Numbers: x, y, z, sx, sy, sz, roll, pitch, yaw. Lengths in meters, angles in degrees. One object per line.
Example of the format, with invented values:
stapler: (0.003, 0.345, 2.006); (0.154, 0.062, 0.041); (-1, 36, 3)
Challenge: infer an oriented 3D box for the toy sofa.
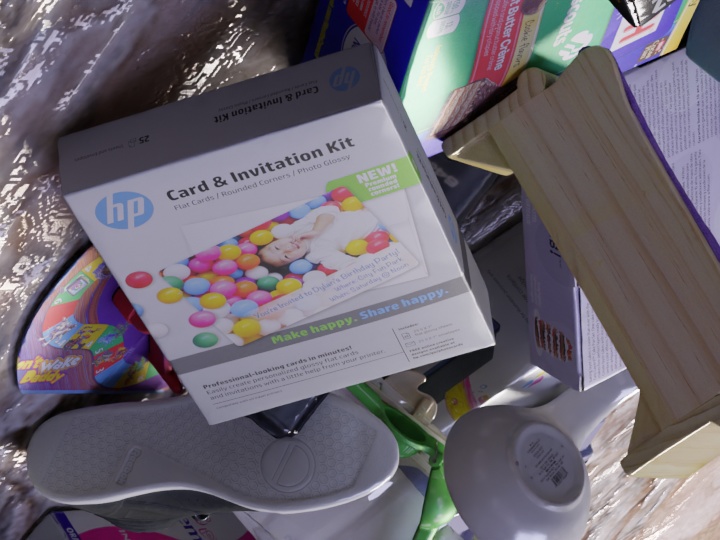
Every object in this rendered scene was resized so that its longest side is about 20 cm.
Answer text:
toy sofa: (0.134, -0.005, 1.301); (0.098, 0.200, 0.083); (-36, 161, 18)

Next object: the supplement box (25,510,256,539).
supplement box: (-0.124, 0.209, 1.616); (0.103, 0.101, 0.200); (-48, 154, 21)

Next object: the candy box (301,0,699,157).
candy box: (0.083, -0.149, 1.300); (0.200, 0.077, 0.169); (-25, 155, -27)

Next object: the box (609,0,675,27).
box: (0.109, -0.218, 1.068); (0.160, 0.200, 0.049); (-38, 157, 1)

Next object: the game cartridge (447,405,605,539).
game cartridge: (0.066, 0.157, 1.666); (0.130, 0.038, 0.200); (-16, 150, -34)

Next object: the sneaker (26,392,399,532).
sneaker: (-0.072, 0.103, 1.473); (0.200, 0.071, 0.099); (-3, 168, 10)

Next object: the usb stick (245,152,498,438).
usb stick: (0.000, 0.000, 1.420); (0.200, 0.055, 0.033); (-52, 162, -8)

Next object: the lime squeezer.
lime squeezer: (0.016, 0.108, 1.519); (0.071, 0.200, 0.038); (-12, -162, 25)

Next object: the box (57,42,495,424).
box: (-0.035, -0.013, 1.298); (0.156, 0.041, 0.200); (-16, 140, 9)

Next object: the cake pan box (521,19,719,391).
cake pan box: (0.172, -0.054, 1.527); (0.184, 0.052, 0.200); (-28, 128, -31)

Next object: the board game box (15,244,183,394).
board game box: (-0.086, 0.024, 1.417); (0.158, 0.039, 0.200); (-49, 153, 22)

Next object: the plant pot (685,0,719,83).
plant pot: (0.272, -0.165, 1.415); (0.141, 0.141, 0.200); (5, 123, -56)

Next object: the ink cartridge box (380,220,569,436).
ink cartridge box: (0.059, 0.073, 1.647); (0.200, 0.088, 0.145); (-32, 156, -8)

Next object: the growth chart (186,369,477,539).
growth chart: (-0.013, 0.114, 1.541); (0.145, 0.200, 0.018); (-34, -166, 6)

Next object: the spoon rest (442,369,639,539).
spoon rest: (0.115, 0.099, 1.555); (0.200, 0.099, 0.061); (-39, -179, -44)
